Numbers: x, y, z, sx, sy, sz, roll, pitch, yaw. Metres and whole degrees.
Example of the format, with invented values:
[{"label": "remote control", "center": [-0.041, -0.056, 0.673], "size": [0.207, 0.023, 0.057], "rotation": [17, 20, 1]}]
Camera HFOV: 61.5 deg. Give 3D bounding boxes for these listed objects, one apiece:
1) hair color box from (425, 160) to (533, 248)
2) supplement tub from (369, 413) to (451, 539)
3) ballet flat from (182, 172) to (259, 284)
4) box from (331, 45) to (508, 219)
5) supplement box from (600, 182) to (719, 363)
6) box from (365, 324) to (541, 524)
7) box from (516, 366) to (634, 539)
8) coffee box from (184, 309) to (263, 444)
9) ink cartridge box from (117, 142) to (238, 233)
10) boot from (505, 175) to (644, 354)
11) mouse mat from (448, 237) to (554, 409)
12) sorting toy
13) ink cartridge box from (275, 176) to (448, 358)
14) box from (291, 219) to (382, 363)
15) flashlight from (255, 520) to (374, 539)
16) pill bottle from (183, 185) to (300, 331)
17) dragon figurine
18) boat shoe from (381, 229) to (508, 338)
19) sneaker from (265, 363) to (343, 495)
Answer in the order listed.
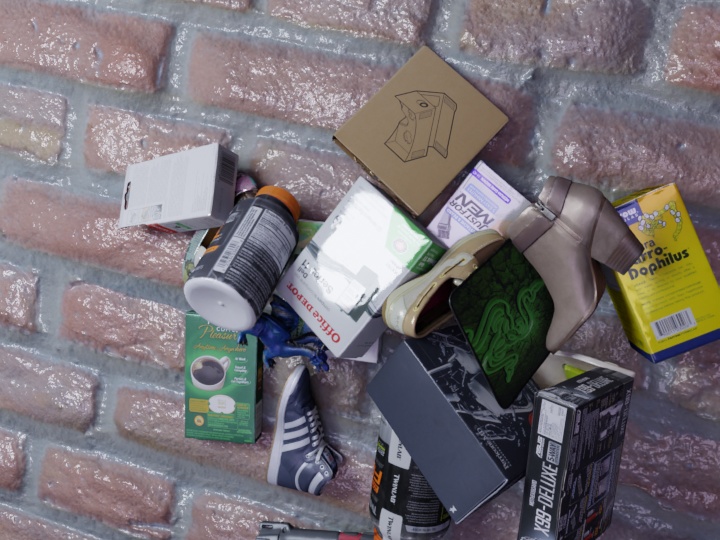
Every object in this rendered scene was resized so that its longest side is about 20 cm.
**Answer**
[{"label": "hair color box", "center": [0.147, -0.042, 0.860], "size": [0.109, 0.065, 0.201], "rotation": [39, 102, 4]}, {"label": "supplement tub", "center": [0.078, 0.298, 0.871], "size": [0.120, 0.122, 0.203], "rotation": [8, 95, 9]}, {"label": "ballet flat", "center": [-0.210, -0.050, 0.915], "size": [0.069, 0.071, 0.202], "rotation": [23, 98, -38]}, {"label": "box", "center": [0.083, -0.195, 0.836], "size": [0.163, 0.021, 0.200], "rotation": [43, 76, 5]}, {"label": "supplement box", "center": [0.383, 0.000, 0.796], "size": [0.108, 0.109, 0.202], "rotation": [-23, 90, 11]}, {"label": "box", "center": [0.142, 0.180, 0.777], "size": [0.201, 0.181, 0.105], "rotation": [52, 128, 25]}, {"label": "box", "center": [0.253, 0.227, 0.708], "size": [0.049, 0.156, 0.203], "rotation": [14, 105, 44]}, {"label": "coffee box", "center": [-0.213, 0.165, 0.952], "size": [0.121, 0.044, 0.204], "rotation": [2, 95, 9]}, {"label": "ink cartridge box", "center": [-0.277, -0.117, 0.914], "size": [0.197, 0.050, 0.111], "rotation": [-5, 75, 31]}, {"label": "boot", "center": [0.245, -0.012, 0.758], "size": [0.146, 0.070, 0.201], "rotation": [37, 115, 12]}, {"label": "mouse mat", "center": [0.196, 0.054, 0.769], "size": [0.007, 0.199, 0.162], "rotation": [-15, 108, 51]}, {"label": "sorting toy", "center": [0.258, 0.186, 0.846], "size": [0.178, 0.107, 0.203], "rotation": [20, 105, 19]}, {"label": "ink cartridge box", "center": [0.000, 0.000, 0.826], "size": [0.147, 0.083, 0.201], "rotation": [43, 102, 23]}, {"label": "box", "center": [-0.032, 0.030, 0.912], "size": [0.142, 0.036, 0.204], "rotation": [5, 95, 10]}, {"label": "flashlight", "center": [-0.063, 0.437, 0.939], "size": [0.197, 0.068, 0.069], "rotation": [-3, 124, 12]}, {"label": "pill bottle", "center": [-0.149, -0.026, 0.830], "size": [0.105, 0.202, 0.107], "rotation": [14, 141, 12]}, {"label": "dragon figurine", "center": [-0.126, 0.077, 0.867], "size": [0.200, 0.059, 0.099], "rotation": [45, 121, -10]}, {"label": "boat shoe", "center": [0.122, 0.021, 0.770], "size": [0.199, 0.066, 0.075], "rotation": [-37, 127, -16]}, {"label": "sneaker", "center": [-0.074, 0.246, 0.919], "size": [0.107, 0.070, 0.203], "rotation": [16, 104, 13]}]
